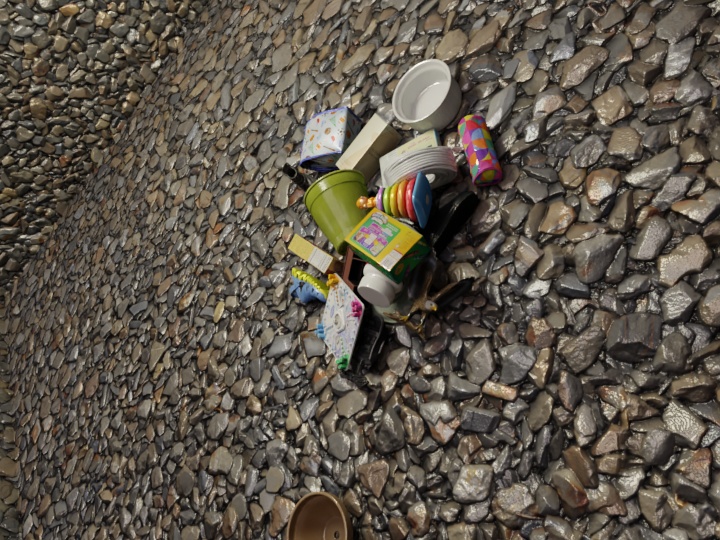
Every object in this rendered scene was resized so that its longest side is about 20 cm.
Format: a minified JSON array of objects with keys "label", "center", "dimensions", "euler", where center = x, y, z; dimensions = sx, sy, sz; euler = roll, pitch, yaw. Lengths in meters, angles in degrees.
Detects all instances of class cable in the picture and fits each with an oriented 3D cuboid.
[{"label":"cable","center":[0.162,-0.263,1.562],"dimensions":[0.199,0.197,0.071],"euler":[-30,71,49]}]

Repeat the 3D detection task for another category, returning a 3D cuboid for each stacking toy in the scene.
[{"label":"stacking toy","center":[0.081,-0.179,1.505],"dimensions":[0.196,0.117,0.111],"euler":[-1,50,24]}]

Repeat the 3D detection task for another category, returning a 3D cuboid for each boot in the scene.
[{"label":"boot","center":[0.201,-0.163,1.563],"dimensions":[0.202,0.076,0.168],"euler":[-55,51,16]},{"label":"boot","center":[-0.173,-0.280,1.890],"dimensions":[0.199,0.131,0.071],"euler":[29,90,43]}]

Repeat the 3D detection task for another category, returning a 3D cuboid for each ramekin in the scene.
[{"label":"ramekin","center":[0.199,-0.500,1.694],"dimensions":[0.198,0.097,0.204],"euler":[-16,63,34]}]

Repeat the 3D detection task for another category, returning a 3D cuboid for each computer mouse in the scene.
[{"label":"computer mouse","center":[0.011,0.217,1.591],"dimensions":[0.139,0.046,0.204],"euler":[5,75,53]}]

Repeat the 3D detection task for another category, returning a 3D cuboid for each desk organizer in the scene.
[{"label":"desk organizer","center":[0.000,0.000,1.609],"dimensions":[0.077,0.070,0.204],"euler":[38,120,58]}]

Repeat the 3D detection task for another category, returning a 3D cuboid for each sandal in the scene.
[{"label":"sandal","center":[-0.155,0.063,1.775],"dimensions":[0.199,0.079,0.088],"euler":[26,92,51]}]

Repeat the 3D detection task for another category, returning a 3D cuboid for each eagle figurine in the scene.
[{"label":"eagle figurine","center":[0.173,0.062,1.439],"dimensions":[0.150,0.151,0.202],"euler":[32,92,42]}]

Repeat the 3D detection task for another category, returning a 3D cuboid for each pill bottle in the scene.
[{"label":"pill bottle","center":[0.077,-0.015,1.505],"dimensions":[0.112,0.114,0.202],"euler":[7,59,41]}]

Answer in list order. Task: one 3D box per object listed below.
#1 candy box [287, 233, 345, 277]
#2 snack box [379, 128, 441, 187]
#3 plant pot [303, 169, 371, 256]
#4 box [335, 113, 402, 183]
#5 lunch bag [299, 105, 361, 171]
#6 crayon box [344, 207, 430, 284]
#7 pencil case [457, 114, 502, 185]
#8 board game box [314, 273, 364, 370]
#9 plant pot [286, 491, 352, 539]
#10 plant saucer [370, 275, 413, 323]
[{"label":"candy box","center":[-0.117,-0.034,1.750],"dimensions":[0.199,0.116,0.057],"euler":[34,94,42]},{"label":"snack box","center":[0.149,-0.318,1.700],"dimensions":[0.198,0.037,0.118],"euler":[-24,58,31]},{"label":"plant pot","center":[-0.042,-0.156,1.706],"dimensions":[0.199,0.199,0.195],"euler":[-35,65,23]},{"label":"box","center":[0.027,-0.368,1.787],"dimensions":[0.201,0.094,0.078],"euler":[-51,49,13]},{"label":"lunch bag","center":[-0.105,-0.423,1.903],"dimensions":[0.197,0.123,0.173],"euler":[-4,70,31]},{"label":"crayon box","center":[0.063,-0.065,1.429],"dimensions":[0.119,0.058,0.199],"euler":[-45,44,-8]},{"label":"pencil case","center":[0.314,-0.317,1.533],"dimensions":[0.087,0.088,0.203],"euler":[-26,54,29]},{"label":"board game box","center":[-0.064,0.140,1.614],"dimensions":[0.200,0.025,0.203],"euler":[46,126,53]},{"label":"plant pot","center":[-0.083,0.660,1.442],"dimensions":[0.198,0.092,0.205],"euler":[-18,61,35]},{"label":"plant saucer","center":[0.093,0.041,1.586],"dimensions":[0.197,0.050,0.204],"euler":[-16,62,34]}]
